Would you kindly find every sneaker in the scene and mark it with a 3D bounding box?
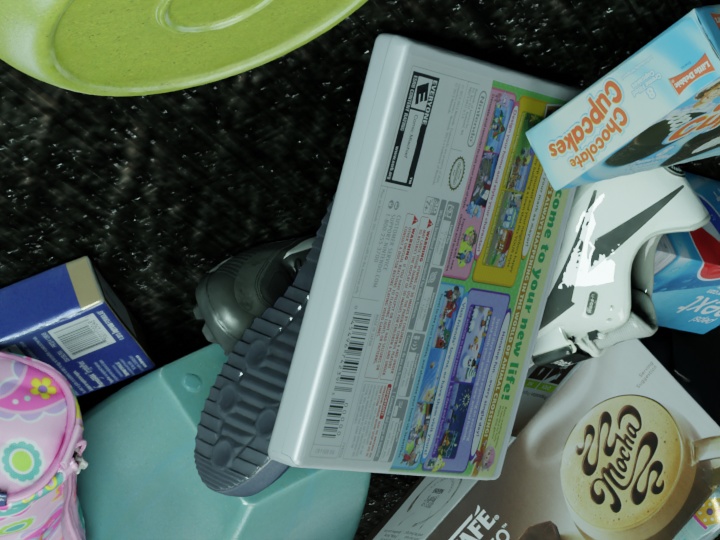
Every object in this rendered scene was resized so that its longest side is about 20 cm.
[{"bbox_3d":[-0.001,0.033,1.417,0.082,0.070,0.200,34,91,-46],"label":"sneaker"},{"bbox_3d":[0.102,0.022,1.494,0.200,0.088,0.074,-53,169,25],"label":"sneaker"},{"bbox_3d":[0.000,0.000,1.489,0.200,0.067,0.090,-5,153,-49],"label":"sneaker"}]

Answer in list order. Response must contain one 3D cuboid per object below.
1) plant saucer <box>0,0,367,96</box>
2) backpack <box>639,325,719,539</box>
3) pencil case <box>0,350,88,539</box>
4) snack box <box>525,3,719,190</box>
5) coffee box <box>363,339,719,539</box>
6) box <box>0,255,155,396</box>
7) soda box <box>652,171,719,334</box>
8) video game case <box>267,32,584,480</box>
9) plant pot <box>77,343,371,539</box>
[{"bbox_3d":[-0.058,-0.120,1.146,0.199,0.031,0.200,-18,161,-7],"label":"plant saucer"},{"bbox_3d":[0.156,0.112,1.787,0.200,0.154,0.176,-30,-174,30],"label":"backpack"},{"bbox_3d":[-0.178,0.107,1.454,0.087,0.088,0.200,-17,161,-12],"label":"pencil case"},{"bbox_3d":[0.183,-0.093,1.421,0.116,0.037,0.200,-37,165,38],"label":"snack box"},{"bbox_3d":[0.100,0.134,1.606,0.200,0.113,0.080,-47,-165,-12],"label":"coffee box"},{"bbox_3d":[-0.211,0.058,1.462,0.199,0.032,0.121,-23,161,1],"label":"box"},{"bbox_3d":[0.163,-0.014,1.617,0.068,0.064,0.200,-31,160,26],"label":"soda box"},{"bbox_3d":[0.038,-0.001,1.374,0.022,0.201,0.182,17,-176,34],"label":"video game case"},{"bbox_3d":[-0.086,0.120,1.580,0.141,0.142,0.200,-24,161,-36],"label":"plant pot"}]
